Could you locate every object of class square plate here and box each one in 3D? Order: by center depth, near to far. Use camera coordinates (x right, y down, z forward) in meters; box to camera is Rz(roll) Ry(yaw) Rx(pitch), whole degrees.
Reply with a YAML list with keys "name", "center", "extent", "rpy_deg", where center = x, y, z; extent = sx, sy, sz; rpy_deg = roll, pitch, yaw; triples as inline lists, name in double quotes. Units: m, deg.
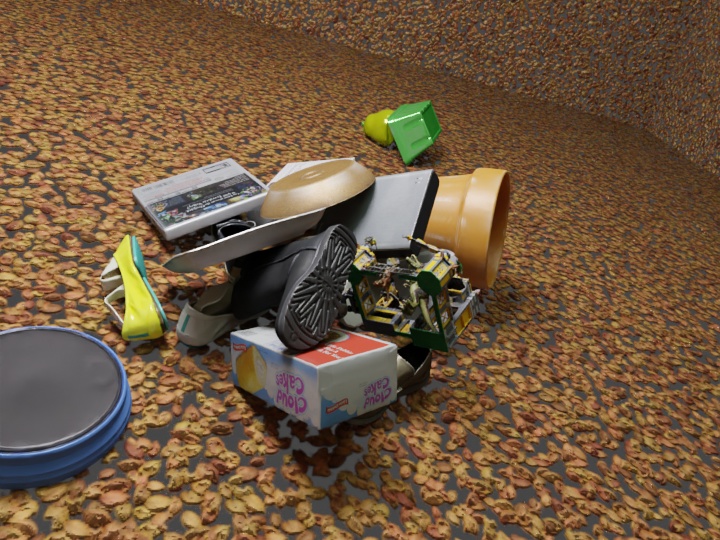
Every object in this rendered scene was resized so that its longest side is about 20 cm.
- name: "square plate"
  center: [-0.162, -0.035, 0.832]
  extent: [0.193, 0.029, 0.198]
  rpy_deg: [-21, 6, -26]

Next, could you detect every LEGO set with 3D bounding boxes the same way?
- name: "LEGO set"
  center: [0.078, 0.017, 0.840]
  extent: [0.196, 0.157, 0.116]
  rpy_deg: [-2, 30, 44]

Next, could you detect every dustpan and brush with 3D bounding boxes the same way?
- name: "dustpan and brush"
  center: [0.067, 0.025, 0.986]
  extent: [0.195, 0.145, 0.057]
  rpy_deg: [12, 9, 29]

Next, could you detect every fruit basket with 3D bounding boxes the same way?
- name: "fruit basket"
  center: [0.108, -0.383, 1.683]
  extent: [0.210, 0.159, 0.216]
  rpy_deg: [-25, 16, 7]

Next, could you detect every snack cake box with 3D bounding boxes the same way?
- name: "snack cake box"
  center: [-0.060, 0.113, 0.720]
  extent: [0.112, 0.070, 0.197]
  rpy_deg: [-7, 10, -38]

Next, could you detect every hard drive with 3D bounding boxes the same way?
- name: "hard drive"
  center: [0.018, -0.082, 0.945]
  extent: [0.195, 0.033, 0.143]
  rpy_deg: [-2, 57, 37]

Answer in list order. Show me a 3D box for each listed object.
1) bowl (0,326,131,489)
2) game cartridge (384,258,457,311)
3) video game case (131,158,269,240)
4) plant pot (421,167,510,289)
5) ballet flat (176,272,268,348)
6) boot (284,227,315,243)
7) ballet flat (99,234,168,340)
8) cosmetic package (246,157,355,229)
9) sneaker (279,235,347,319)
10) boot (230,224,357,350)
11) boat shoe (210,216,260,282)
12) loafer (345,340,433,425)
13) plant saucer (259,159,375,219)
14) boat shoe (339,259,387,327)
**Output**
- name: "bowl"
  center: [-0.343, 0.132, 0.638]
  extent: [0.194, 0.040, 0.203]
  rpy_deg: [14, 31, -8]
- name: "game cartridge"
  center: [0.088, 0.003, 1.102]
  extent: [0.129, 0.042, 0.202]
  rpy_deg: [2, 34, -20]
- name: "video game case"
  center: [-0.273, -0.129, 1.047]
  extent: [0.196, 0.024, 0.181]
  rpy_deg: [-24, 39, -27]
- name: "plant pot"
  center: [0.158, -0.084, 1.079]
  extent: [0.177, 0.207, 0.200]
  rpy_deg: [10, 25, 20]
- name: "ballet flat"
  center: [-0.178, 0.041, 0.856]
  extent: [0.068, 0.071, 0.199]
  rpy_deg: [28, 31, 18]
- name: "boot"
  center: [-0.042, -0.077, 1.095]
  extent: [0.198, 0.073, 0.142]
  rpy_deg: [-22, 35, -39]
- name: "ballet flat"
  center: [-0.314, 0.021, 0.820]
  extent: [0.065, 0.068, 0.201]
  rpy_deg: [-20, 46, -18]
- name: "cosmetic package"
  center: [-0.101, -0.141, 1.107]
  extent: [0.146, 0.053, 0.202]
  rpy_deg: [0, 32, 19]
- name: "sneaker"
  center: [-0.066, 0.008, 0.846]
  extent: [0.074, 0.119, 0.199]
  rpy_deg: [5, 3, -18]
- name: "boot"
  center: [-0.105, 0.032, 0.749]
  extent: [0.066, 0.196, 0.167]
  rpy_deg: [49, 51, -27]
- name: "boat shoe"
  center: [-0.203, -0.054, 1.003]
  extent: [0.072, 0.064, 0.202]
  rpy_deg: [2, 32, -23]
- name: "loafer"
  center: [0.030, 0.137, 0.811]
  extent: [0.074, 0.071, 0.197]
  rpy_deg: [35, 33, 28]
- name: "plant saucer"
  center: [-0.073, -0.137, 0.966]
  extent: [0.194, 0.036, 0.201]
  rpy_deg: [-15, 21, 6]
- name: "boat shoe"
  center: [-0.001, -0.001, 0.983]
  extent: [0.069, 0.071, 0.206]
  rpy_deg: [30, 63, -27]
